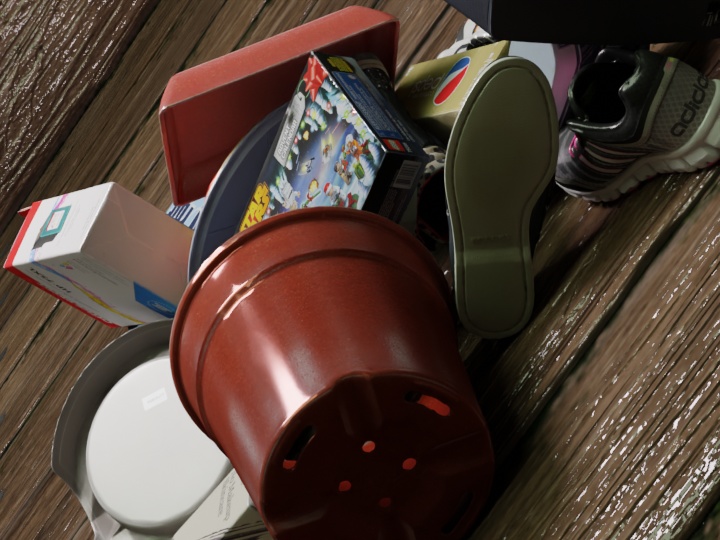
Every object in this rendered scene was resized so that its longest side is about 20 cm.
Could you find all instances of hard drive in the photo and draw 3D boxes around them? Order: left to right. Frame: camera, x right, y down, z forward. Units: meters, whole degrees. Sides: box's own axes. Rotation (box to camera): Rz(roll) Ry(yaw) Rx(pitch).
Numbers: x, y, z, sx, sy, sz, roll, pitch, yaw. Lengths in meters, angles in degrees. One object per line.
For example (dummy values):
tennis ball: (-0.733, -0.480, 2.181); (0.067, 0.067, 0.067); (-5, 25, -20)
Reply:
hard drive: (0.150, -0.183, 1.391); (0.135, 0.200, 0.042); (-132, 43, -58)

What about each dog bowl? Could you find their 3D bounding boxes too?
dog bowl: (-0.148, 0.141, 1.712); (0.200, 0.059, 0.200); (-11, 64, 24)

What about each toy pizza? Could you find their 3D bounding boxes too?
toy pizza: (-0.080, -0.051, 1.718); (0.200, 0.032, 0.200); (-44, -30, -34)

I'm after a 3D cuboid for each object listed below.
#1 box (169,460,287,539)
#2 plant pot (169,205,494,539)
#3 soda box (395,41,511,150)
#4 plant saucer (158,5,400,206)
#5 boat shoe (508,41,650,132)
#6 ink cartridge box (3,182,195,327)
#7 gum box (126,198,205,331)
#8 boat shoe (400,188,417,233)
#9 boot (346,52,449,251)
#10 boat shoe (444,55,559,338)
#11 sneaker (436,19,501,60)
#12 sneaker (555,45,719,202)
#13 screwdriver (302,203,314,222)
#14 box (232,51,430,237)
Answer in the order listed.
box: (-0.109, 0.227, 1.591); (0.200, 0.068, 0.082); (-50, 19, 25)
plant pot: (-0.009, 0.088, 1.386); (0.201, 0.201, 0.195); (-53, 26, 12)
soda box: (0.085, -0.126, 1.681); (0.064, 0.068, 0.200); (-59, 17, -10)
plant saucer: (-0.069, -0.137, 1.721); (0.200, 0.037, 0.200); (-22, -18, -9)
boat shoe: (0.142, -0.111, 1.516); (0.071, 0.091, 0.200); (59, 152, 26)
ink cartridge box: (-0.214, -0.009, 1.787); (0.200, 0.116, 0.067); (-9, 53, 59)
gum box: (-0.140, -0.032, 1.895); (0.200, 0.045, 0.170); (-55, 17, 2)
boat shoe: (0.000, 0.000, 1.581); (0.063, 0.071, 0.200); (6, 95, 45)
boot: (0.023, -0.050, 1.682); (0.154, 0.073, 0.204); (51, 151, 41)
boat shoe: (0.092, -0.056, 1.423); (0.066, 0.074, 0.199); (-93, 0, -62)
sneaker: (0.122, -0.187, 1.684); (0.080, 0.074, 0.200); (-57, 17, -10)
sneaker: (0.163, -0.101, 1.387); (0.074, 0.087, 0.200); (-62, 17, -16)
screwdriver: (-0.004, 0.029, 1.491); (0.029, 0.200, 0.028); (-5, 41, 14)
box: (-0.031, -0.036, 1.536); (0.137, 0.040, 0.200); (55, 130, 47)
